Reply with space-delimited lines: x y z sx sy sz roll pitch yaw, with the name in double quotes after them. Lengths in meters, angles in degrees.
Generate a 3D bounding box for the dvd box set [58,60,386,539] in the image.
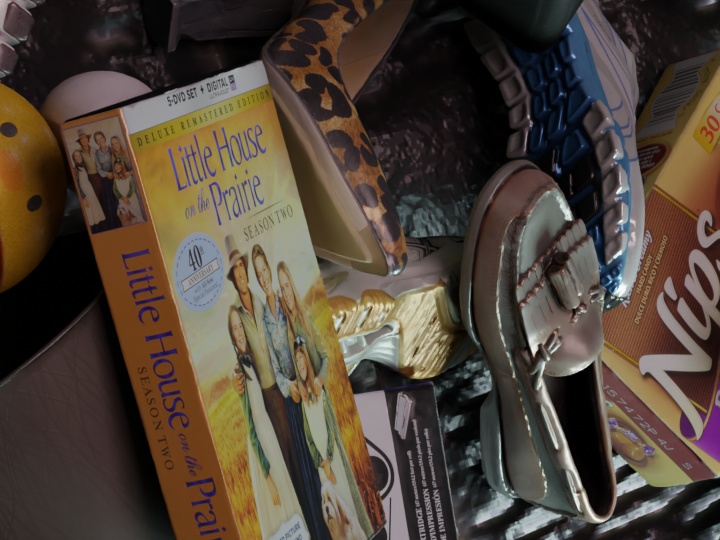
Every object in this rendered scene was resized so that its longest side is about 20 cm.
-0.047 0.026 0.859 0.146 0.029 0.201 -32 108 -69 "dvd box set"

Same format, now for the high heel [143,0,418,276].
0.008 -0.077 1.001 0.142 0.072 0.200 -12 49 -32 "high heel"

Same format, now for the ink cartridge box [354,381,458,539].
0.001 0.157 1.015 0.094 0.044 0.201 -6 85 -34 "ink cartridge box"

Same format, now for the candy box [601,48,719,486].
0.171 -0.004 1.159 0.117 0.056 0.201 44 58 -21 "candy box"

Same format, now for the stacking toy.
-0.163 -0.031 0.845 0.199 0.146 0.147 -26 96 -25 "stacking toy"

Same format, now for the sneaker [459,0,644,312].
0.114 -0.072 1.110 0.086 0.075 0.201 14 58 -45 "sneaker"

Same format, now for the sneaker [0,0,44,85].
-0.193 -0.120 0.916 0.115 0.076 0.201 24 69 -26 "sneaker"

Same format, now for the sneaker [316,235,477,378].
0.000 0.000 1.026 0.088 0.076 0.199 45 26 26 "sneaker"

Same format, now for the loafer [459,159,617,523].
0.091 0.037 1.027 0.072 0.063 0.201 -41 143 -31 "loafer"

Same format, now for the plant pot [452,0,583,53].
0.067 -0.236 0.983 0.199 0.177 0.201 34 89 -4 "plant pot"

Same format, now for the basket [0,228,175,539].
-0.112 0.110 0.886 0.201 0.180 0.136 56 17 -22 "basket"
